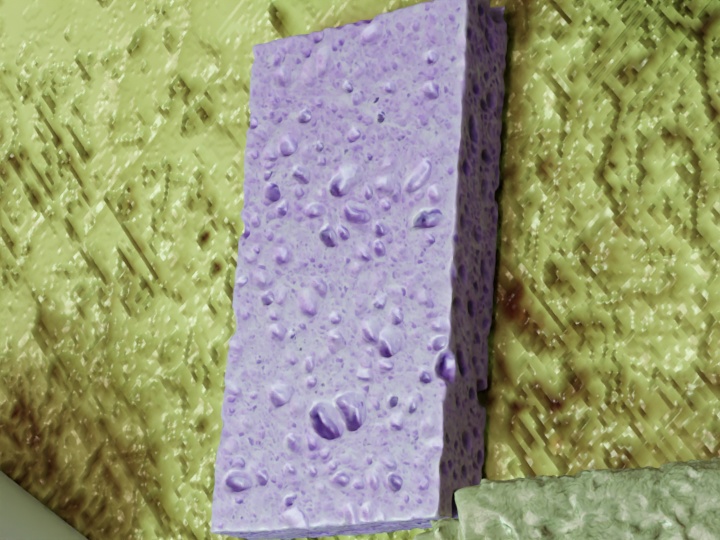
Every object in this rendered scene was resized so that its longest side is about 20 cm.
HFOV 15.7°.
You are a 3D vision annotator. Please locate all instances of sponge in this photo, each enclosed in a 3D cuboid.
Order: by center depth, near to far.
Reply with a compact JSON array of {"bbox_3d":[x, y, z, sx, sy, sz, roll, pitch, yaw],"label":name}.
[{"bbox_3d":[0.000,0.000,0.988,0.111,0.030,0.201,-8,72,39],"label":"sponge"}]

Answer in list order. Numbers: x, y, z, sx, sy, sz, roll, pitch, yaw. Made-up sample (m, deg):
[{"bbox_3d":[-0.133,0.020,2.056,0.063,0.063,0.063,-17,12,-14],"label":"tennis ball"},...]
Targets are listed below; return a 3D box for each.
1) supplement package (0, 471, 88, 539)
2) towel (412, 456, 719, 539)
[{"bbox_3d":[-0.210,0.173,1.054,0.121,0.120,0.200,31,97,43],"label":"supplement package"},{"bbox_3d":[0.116,0.126,0.797,0.199,0.037,0.149,-9,65,11],"label":"towel"}]
